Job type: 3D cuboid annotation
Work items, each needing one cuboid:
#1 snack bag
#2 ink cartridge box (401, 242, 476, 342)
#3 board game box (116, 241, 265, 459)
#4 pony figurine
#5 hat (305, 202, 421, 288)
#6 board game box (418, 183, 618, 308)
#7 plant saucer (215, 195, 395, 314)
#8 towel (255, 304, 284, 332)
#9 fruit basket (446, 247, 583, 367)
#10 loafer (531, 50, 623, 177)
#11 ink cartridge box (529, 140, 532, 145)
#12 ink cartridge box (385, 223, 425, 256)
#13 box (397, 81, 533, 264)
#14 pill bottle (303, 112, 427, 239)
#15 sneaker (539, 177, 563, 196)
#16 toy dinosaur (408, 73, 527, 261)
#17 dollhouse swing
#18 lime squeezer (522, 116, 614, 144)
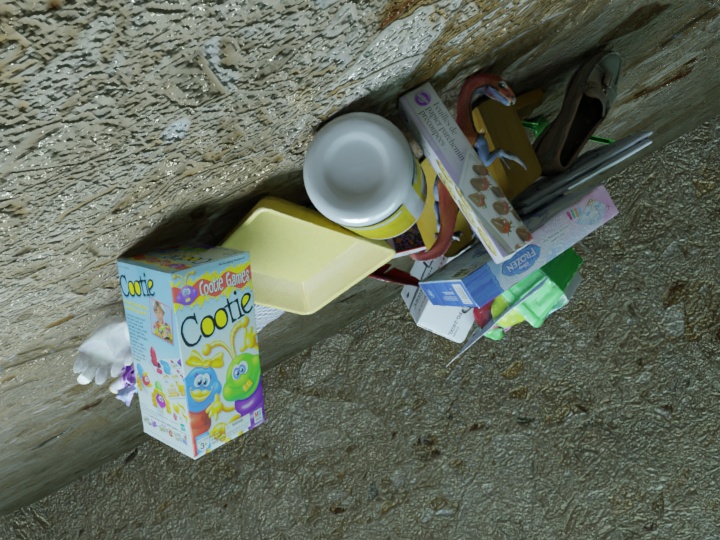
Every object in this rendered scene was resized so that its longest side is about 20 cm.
[{"bbox_3d":[0.278,-0.125,0.865,0.188,0.022,0.200,-31,-176,0],"label":"snack bag"},{"bbox_3d":[0.143,0.015,1.046,0.200,0.083,0.146,-108,-138,-78],"label":"ink cartridge box"},{"bbox_3d":[-0.182,0.081,0.691,0.104,0.202,0.103,10,-160,40],"label":"board game box"},{"bbox_3d":[-0.273,0.106,0.835,0.200,0.166,0.194,-42,-156,47],"label":"pony figurine"},{"bbox_3d":[0.000,0.000,0.870,0.199,0.177,0.166,-28,159,1],"label":"hat"},{"bbox_3d":[0.184,-0.024,0.782,0.198,0.044,0.200,-34,-177,-7],"label":"board game box"},{"bbox_3d":[-0.091,-0.020,0.788,0.199,0.049,0.200,17,143,-36],"label":"plant saucer"},{"bbox_3d":[-0.195,0.062,1.006,0.165,0.086,0.200,-35,170,29],"label":"towel"},{"bbox_3d":[0.218,0.045,0.883,0.185,0.094,0.200,-38,164,-50],"label":"fruit basket"},{"bbox_3d":[0.307,-0.213,0.857,0.201,0.072,0.063,-57,-159,-2],"label":"loafer"},{"bbox_3d":[0.204,-0.155,1.073,0.199,0.068,0.116,-25,172,16],"label":"ink cartridge box"},{"bbox_3d":[0.055,-0.047,1.089,0.108,0.051,0.200,-14,179,-8],"label":"ink cartridge box"},{"bbox_3d":[0.107,-0.101,0.654,0.039,0.201,0.041,-31,172,-5],"label":"box"},{"bbox_3d":[0.015,-0.094,0.694,0.112,0.113,0.200,-30,171,9],"label":"pill bottle"},{"bbox_3d":[0.247,-0.101,1.016,0.199,0.080,0.071,-21,170,-14],"label":"sneaker"},{"bbox_3d":[0.127,-0.123,0.702,0.104,0.183,0.200,3,-160,22],"label":"toy dinosaur"},{"bbox_3d":[0.190,-0.138,0.896,0.175,0.183,0.200,-11,162,-31],"label":"dollhouse swing"},{"bbox_3d":[0.325,-0.233,1.055,0.198,0.071,0.038,6,123,-22],"label":"lime squeezer"}]
